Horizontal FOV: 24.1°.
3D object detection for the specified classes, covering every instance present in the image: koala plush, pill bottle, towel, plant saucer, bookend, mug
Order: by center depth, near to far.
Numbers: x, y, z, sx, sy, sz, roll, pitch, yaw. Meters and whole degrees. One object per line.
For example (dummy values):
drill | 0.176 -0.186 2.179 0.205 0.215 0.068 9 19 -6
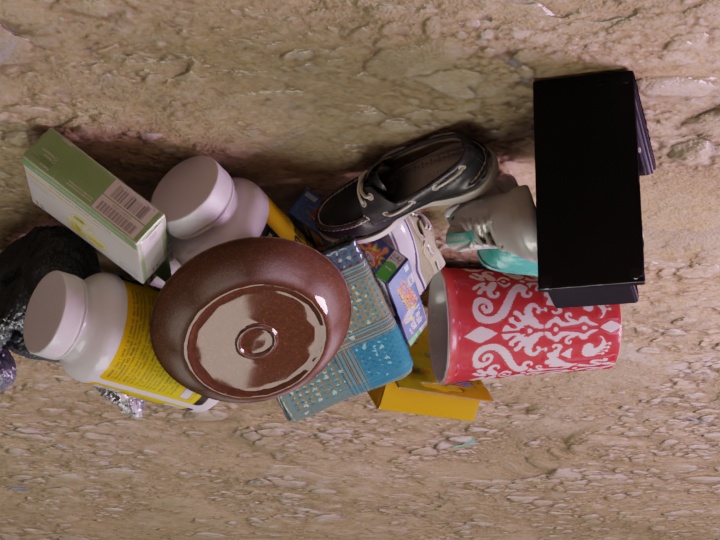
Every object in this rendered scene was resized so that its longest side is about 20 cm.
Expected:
bookend | 0.218 -0.045 1.528 0.092 0.201 0.199 -5 157 14
plant saucer | -0.103 0.059 1.629 0.199 0.037 0.201 -8 128 -10
pill bottle | -0.120 -0.023 1.682 0.111 0.112 0.200 -13 139 31
pill bottle | -0.230 0.067 1.689 0.199 0.113 0.112 20 152 -35
towel | -0.040 0.060 1.689 0.146 0.022 0.200 -22 131 3
koala plush | -0.294 0.062 1.804 0.200 0.178 0.184 36 137 -24
mug | 0.182 0.048 1.915 0.199 0.178 0.134 -1 121 -7

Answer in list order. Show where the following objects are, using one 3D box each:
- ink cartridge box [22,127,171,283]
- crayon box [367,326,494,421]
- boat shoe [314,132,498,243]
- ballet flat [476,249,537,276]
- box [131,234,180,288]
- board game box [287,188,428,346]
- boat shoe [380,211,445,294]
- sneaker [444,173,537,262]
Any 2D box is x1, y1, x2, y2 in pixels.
ink cartridge box | -0.254 -0.044 1.655 0.145 0.048 0.200 36 159 10
crayon box | 0.062 0.118 1.981 0.126 0.051 0.200 10 -160 -21
boat shoe | 0.033 -0.080 1.615 0.199 0.074 0.060 -15 154 28
ballet flat | 0.220 -0.019 1.781 0.199 0.068 0.070 10 143 -27
box | -0.207 -0.006 1.854 0.041 0.039 0.200 9 157 -22
board game box | 0.000 0.000 1.767 0.135 0.034 0.200 36 168 18
boat shoe | 0.045 -0.034 1.759 0.072 0.062 0.200 42 170 20
sneaker | 0.124 -0.040 1.592 0.088 0.076 0.200 -18 -169 -2
